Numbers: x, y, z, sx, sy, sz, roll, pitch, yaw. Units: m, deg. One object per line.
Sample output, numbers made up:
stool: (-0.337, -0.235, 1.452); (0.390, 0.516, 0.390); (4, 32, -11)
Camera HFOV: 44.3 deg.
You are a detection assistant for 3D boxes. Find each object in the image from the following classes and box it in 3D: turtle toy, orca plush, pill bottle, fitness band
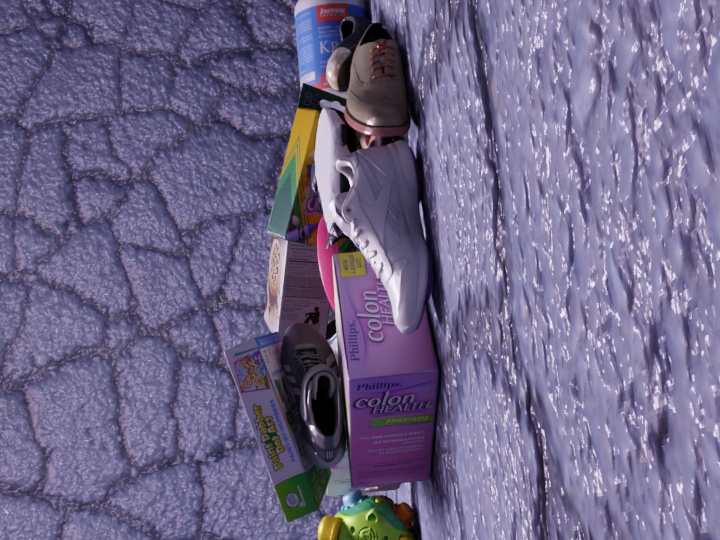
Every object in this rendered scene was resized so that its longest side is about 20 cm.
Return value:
turtle toy: (0.019, 0.380, 1.249); (0.202, 0.142, 0.102); (91, -164, -49)
orca plush: (-0.009, -0.114, 1.070); (0.202, 0.070, 0.106); (-106, 32, -48)
pill bottle: (-0.041, -0.345, 1.306); (0.112, 0.109, 0.205); (139, 125, -85)
fitness band: (0.000, 0.000, 1.133); (0.199, 0.037, 0.147); (27, -126, -65)

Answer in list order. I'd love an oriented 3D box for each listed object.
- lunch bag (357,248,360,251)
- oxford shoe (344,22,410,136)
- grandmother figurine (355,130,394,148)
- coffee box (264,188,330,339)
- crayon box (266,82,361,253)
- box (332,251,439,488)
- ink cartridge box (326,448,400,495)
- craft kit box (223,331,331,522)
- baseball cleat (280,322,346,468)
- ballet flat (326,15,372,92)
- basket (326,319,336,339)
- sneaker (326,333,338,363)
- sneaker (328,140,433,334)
lunch bag: (0.001, -0.074, 1.297); (0.202, 0.092, 0.153); (106, 163, -51)
oxford shoe: (0.016, -0.207, 0.950); (0.202, 0.069, 0.076); (-102, 14, -56)
grandmother figurine: (0.022, -0.135, 1.035); (0.122, 0.059, 0.203); (77, -173, -50)
coffee box: (-0.088, -0.008, 1.303); (0.113, 0.078, 0.205); (-139, 54, -69)
crayon box: (-0.041, -0.133, 1.183); (0.051, 0.124, 0.205); (18, 96, 49)
box: (0.025, 0.111, 0.999); (0.203, 0.094, 0.178); (88, 175, -45)
ink cartridge box: (0.007, 0.235, 1.196); (0.202, 0.114, 0.068); (98, 167, -55)
craft kit box: (-0.093, 0.176, 1.055); (0.200, 0.048, 0.201); (46, -160, -87)
baseball cleat: (-0.048, 0.121, 1.015); (0.108, 0.068, 0.202); (98, 158, -47)
ballet flat: (-0.018, -0.269, 1.096); (0.201, 0.056, 0.067); (-69, 5, -62)
basket: (-0.010, 0.187, 1.379); (0.182, 0.133, 0.204); (-75, -11, -57)
sneaker: (-0.028, 0.152, 1.236); (0.080, 0.196, 0.117); (39, -150, -62)
sneaker: (0.019, -0.031, 0.889); (0.075, 0.097, 0.204); (100, 164, -67)
